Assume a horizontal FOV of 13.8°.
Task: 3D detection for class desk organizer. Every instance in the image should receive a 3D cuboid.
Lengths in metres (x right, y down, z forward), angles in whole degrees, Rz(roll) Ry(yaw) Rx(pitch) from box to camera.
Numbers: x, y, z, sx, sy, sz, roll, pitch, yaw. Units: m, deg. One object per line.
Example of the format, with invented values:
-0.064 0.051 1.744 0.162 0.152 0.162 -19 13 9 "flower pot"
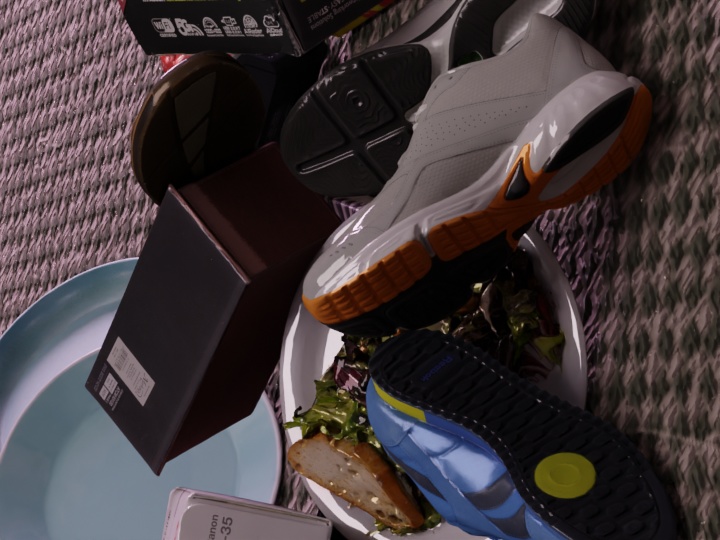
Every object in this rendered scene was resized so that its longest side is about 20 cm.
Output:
-0.083 0.022 1.674 0.072 0.077 0.200 49 144 17 "desk organizer"

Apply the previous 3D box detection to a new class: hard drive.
-0.065 -0.073 1.824 0.200 0.033 0.140 -48 -25 -78 "hard drive"

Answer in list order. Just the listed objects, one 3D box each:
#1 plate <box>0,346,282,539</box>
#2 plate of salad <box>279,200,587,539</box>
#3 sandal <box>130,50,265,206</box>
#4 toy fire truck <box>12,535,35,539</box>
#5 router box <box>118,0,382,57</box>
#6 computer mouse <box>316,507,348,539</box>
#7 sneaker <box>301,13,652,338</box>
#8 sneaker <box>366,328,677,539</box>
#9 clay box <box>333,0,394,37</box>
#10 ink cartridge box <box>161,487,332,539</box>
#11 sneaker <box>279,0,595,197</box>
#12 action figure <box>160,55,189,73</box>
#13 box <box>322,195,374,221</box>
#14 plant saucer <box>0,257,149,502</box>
-0.139 0.135 1.879 0.026 0.199 0.201 55 -151 -57 "plate"
0.029 0.055 1.548 0.199 0.048 0.201 -4 84 38 "plate of salad"
-0.090 -0.073 1.636 0.055 0.082 0.200 52 177 17 "sandal"
-0.242 0.187 1.966 0.201 0.128 0.176 62 171 -25 "toy fire truck"
-0.018 -0.187 1.615 0.149 0.200 0.062 6 125 52 "router box"
-0.010 0.183 1.681 0.140 0.046 0.201 126 154 -76 "computer mouse"
0.046 -0.049 1.495 0.200 0.076 0.092 -36 56 -5 "sneaker"
0.080 0.105 1.450 0.200 0.066 0.079 34 142 38 "sneaker"
0.016 -0.226 1.799 0.200 0.047 0.116 151 126 -62 "clay box"
-0.074 0.198 1.635 0.200 0.082 0.147 152 128 -83 "ink cartridge box"
0.050 -0.117 1.595 0.200 0.076 0.115 -34 12 22 "sneaker"
-0.093 -0.132 1.902 0.200 0.065 0.100 96 -176 -67 "action figure"
0.000 0.000 1.702 0.200 0.068 0.083 -160 81 -66 "box"
-0.170 0.078 1.980 0.199 0.027 0.201 -16 45 17 "plant saucer"
